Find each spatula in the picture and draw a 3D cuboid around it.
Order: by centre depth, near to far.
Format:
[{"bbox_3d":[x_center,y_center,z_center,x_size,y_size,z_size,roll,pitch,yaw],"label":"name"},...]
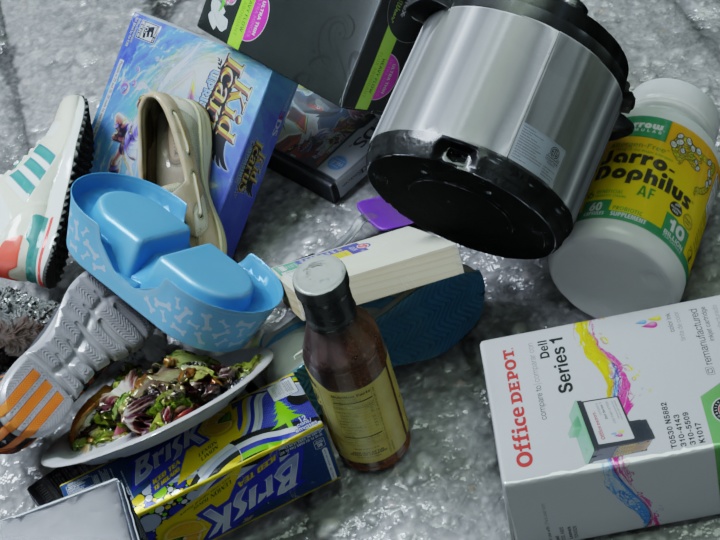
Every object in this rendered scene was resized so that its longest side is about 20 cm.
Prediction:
[{"bbox_3d":[-0.025,-0.022,1.488,0.199,0.021,0.057,-30,40,-12],"label":"spatula"}]

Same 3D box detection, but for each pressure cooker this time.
[{"bbox_3d":[0.116,-0.129,1.313,0.178,0.176,0.201,15,72,26],"label":"pressure cooker"}]

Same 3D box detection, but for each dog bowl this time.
[{"bbox_3d":[-0.154,-0.005,1.347,0.200,0.050,0.111,36,27,22],"label":"dog bowl"}]

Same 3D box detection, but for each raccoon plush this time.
[{"bbox_3d":[-0.278,0.052,1.472,0.199,0.097,0.134,7,25,-21],"label":"raccoon plush"}]

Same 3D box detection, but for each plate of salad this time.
[{"bbox_3d":[-0.162,0.097,1.316,0.199,0.048,0.200,-23,9,4],"label":"plate of salad"}]

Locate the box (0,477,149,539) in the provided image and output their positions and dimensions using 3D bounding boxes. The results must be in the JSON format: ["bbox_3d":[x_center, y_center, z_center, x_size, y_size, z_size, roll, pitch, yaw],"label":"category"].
[{"bbox_3d":[-0.215,0.273,1.133,0.199,0.197,0.124,-20,46,-5],"label":"box"}]

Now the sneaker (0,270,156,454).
[{"bbox_3d":[-0.246,0.070,1.368,0.200,0.078,0.112,-47,9,-38],"label":"sneaker"}]

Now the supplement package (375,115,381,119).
[{"bbox_3d":[0.096,-0.182,1.523,0.155,0.111,0.200,-28,54,-16],"label":"supplement package"}]

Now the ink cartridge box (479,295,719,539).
[{"bbox_3d":[0.197,0.112,1.254,0.199,0.084,0.145,-11,45,6],"label":"ink cartridge box"}]

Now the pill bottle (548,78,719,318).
[{"bbox_3d":[0.235,-0.063,1.391,0.112,0.113,0.200,9,50,23],"label":"pill bottle"}]

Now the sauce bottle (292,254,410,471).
[{"bbox_3d":[-0.009,0.069,1.270,0.066,0.201,0.066,-8,43,8],"label":"sauce bottle"}]

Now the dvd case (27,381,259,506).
[{"bbox_3d":[-0.149,0.164,1.348,0.200,0.016,0.149,-34,47,-17],"label":"dvd case"}]

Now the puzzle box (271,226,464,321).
[{"bbox_3d":[0.000,0.000,1.373,0.132,0.026,0.200,-17,8,-7],"label":"puzzle box"}]

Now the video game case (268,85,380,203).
[{"bbox_3d":[-0.034,-0.163,1.625,0.200,0.026,0.181,30,60,36],"label":"video game case"}]

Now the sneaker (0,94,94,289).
[{"bbox_3d":[-0.294,-0.078,1.486,0.093,0.070,0.201,7,59,1],"label":"sneaker"}]

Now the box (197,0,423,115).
[{"bbox_3d":[-0.014,-0.230,1.421,0.124,0.149,0.200,5,22,-48],"label":"box"}]

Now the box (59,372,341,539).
[{"bbox_3d":[-0.120,0.160,1.282,0.199,0.070,0.064,-25,45,-9],"label":"box"}]

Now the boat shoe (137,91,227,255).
[{"bbox_3d":[-0.162,-0.054,1.446,0.072,0.065,0.201,-9,79,29],"label":"boat shoe"}]

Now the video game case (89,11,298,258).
[{"bbox_3d":[-0.166,-0.114,1.524,0.181,0.045,0.201,24,95,32],"label":"video game case"}]

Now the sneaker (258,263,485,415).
[{"bbox_3d":[0.009,0.041,1.383,0.199,0.077,0.081,-25,37,-14],"label":"sneaker"}]
